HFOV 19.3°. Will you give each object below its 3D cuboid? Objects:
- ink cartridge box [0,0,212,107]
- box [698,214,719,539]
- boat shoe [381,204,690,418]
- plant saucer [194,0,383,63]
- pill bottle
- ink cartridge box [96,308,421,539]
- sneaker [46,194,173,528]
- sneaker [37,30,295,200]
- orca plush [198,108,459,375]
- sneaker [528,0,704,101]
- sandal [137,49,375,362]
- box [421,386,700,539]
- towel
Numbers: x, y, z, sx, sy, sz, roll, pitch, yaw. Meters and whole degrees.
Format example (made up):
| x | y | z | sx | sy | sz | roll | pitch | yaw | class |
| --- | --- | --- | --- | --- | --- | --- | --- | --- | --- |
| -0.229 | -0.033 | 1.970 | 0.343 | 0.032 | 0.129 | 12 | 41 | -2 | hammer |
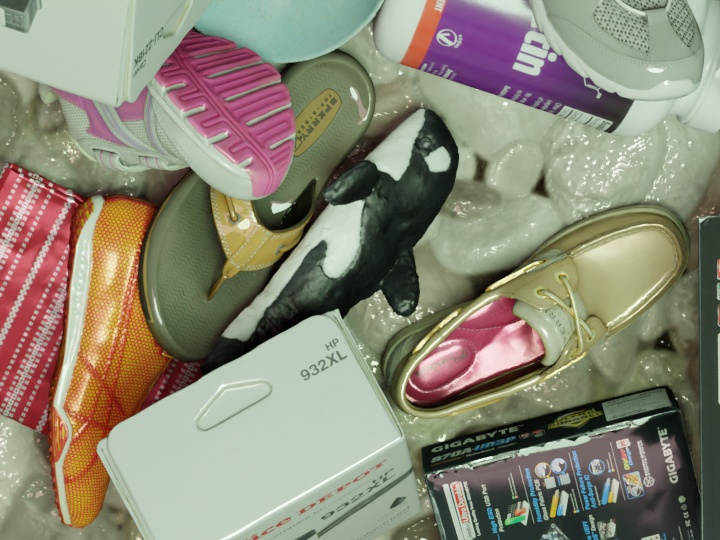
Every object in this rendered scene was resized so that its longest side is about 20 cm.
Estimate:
| x | y | z | sx | sy | sz | roll | pitch | yaw | class |
| --- | --- | --- | --- | --- | --- | --- | --- | --- | --- |
| -0.184 | -0.178 | 1.111 | 0.199 | 0.145 | 0.084 | 19 | 126 | 7 | ink cartridge box |
| 0.273 | 0.069 | 1.085 | 0.197 | 0.050 | 0.202 | -2 | 83 | 19 | box |
| 0.105 | 0.032 | 1.230 | 0.199 | 0.069 | 0.074 | -31 | 102 | 8 | boat shoe |
| -0.047 | -0.215 | 1.151 | 0.200 | 0.039 | 0.202 | 15 | 116 | 32 | plant saucer |
| 0.113 | -0.143 | 1.163 | 0.199 | 0.113 | 0.113 | 17 | 104 | -4 | pill bottle |
| -0.049 | 0.115 | 1.167 | 0.144 | 0.200 | 0.084 | -29 | 73 | -5 | ink cartridge box |
| -0.140 | 0.058 | 1.217 | 0.077 | 0.073 | 0.201 | 8 | 108 | -11 | sneaker |
| -0.110 | -0.090 | 1.170 | 0.081 | 0.200 | 0.089 | -11 | 132 | -40 | sneaker |
| 0.000 | 0.000 | 1.182 | 0.071 | 0.105 | 0.200 | 37 | 58 | 13 | orca plush |
| 0.120 | -0.176 | 1.068 | 0.074 | 0.082 | 0.201 | -13 | 65 | -22 | sneaker |
| -0.052 | -0.039 | 1.187 | 0.082 | 0.055 | 0.200 | 45 | 76 | -25 | sandal |
| 0.137 | 0.186 | 1.281 | 0.158 | 0.046 | 0.201 | -15 | 104 | 4 | box |
| -0.148 | 0.040 | 1.258 | 0.199 | 0.022 | 0.145 | 26 | 103 | -6 | towel |
